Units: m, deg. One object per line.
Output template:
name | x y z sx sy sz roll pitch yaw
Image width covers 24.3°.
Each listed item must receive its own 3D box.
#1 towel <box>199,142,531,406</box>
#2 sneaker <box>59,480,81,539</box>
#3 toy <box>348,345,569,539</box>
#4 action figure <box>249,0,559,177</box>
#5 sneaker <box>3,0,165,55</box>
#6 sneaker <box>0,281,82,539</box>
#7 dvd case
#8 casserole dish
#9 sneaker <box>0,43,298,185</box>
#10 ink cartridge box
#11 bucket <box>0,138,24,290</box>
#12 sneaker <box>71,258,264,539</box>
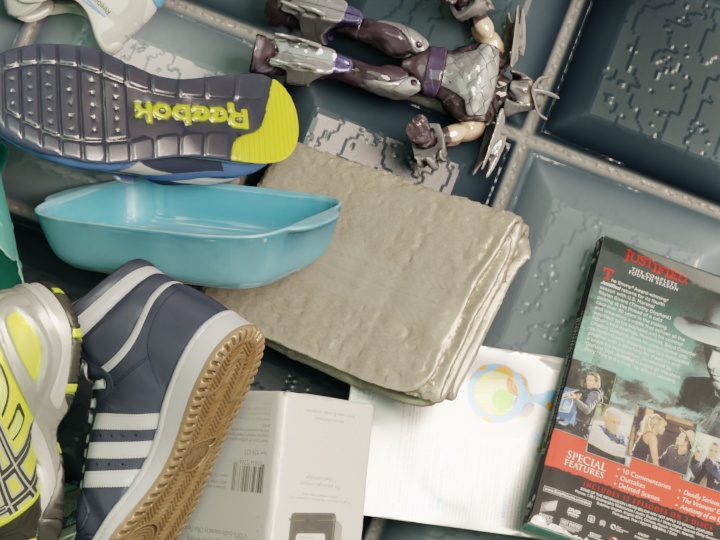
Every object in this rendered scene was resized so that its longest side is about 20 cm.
towel | 0.000 0.000 1.039 0.200 0.034 0.133 22 78 34
sneaker | -0.223 0.155 1.035 0.200 0.078 0.086 -25 80 -4
toy | 0.088 0.110 1.058 0.200 0.047 0.115 8 76 -3
action figure | 0.032 -0.132 1.081 0.200 0.069 0.130 13 72 -3
sneaker | -0.220 -0.212 1.089 0.200 0.075 0.087 35 89 4
sneaker | -0.212 0.103 0.945 0.076 0.075 0.200 -4 106 -39
dvd case | 0.193 0.090 1.043 0.146 0.022 0.200 19 68 -4
casserole dish | -0.105 -0.023 1.025 0.200 0.121 0.039 8 108 29
sneaker | -0.142 -0.088 1.034 0.200 0.082 0.074 8 76 -26
ink cartridge box | -0.060 0.175 1.000 0.067 0.116 0.200 11 81 -35
bucket | -0.301 -0.029 0.989 0.207 0.207 0.135 -11 56 -2
sneaker | -0.141 0.089 0.972 0.108 0.070 0.200 35 108 23
